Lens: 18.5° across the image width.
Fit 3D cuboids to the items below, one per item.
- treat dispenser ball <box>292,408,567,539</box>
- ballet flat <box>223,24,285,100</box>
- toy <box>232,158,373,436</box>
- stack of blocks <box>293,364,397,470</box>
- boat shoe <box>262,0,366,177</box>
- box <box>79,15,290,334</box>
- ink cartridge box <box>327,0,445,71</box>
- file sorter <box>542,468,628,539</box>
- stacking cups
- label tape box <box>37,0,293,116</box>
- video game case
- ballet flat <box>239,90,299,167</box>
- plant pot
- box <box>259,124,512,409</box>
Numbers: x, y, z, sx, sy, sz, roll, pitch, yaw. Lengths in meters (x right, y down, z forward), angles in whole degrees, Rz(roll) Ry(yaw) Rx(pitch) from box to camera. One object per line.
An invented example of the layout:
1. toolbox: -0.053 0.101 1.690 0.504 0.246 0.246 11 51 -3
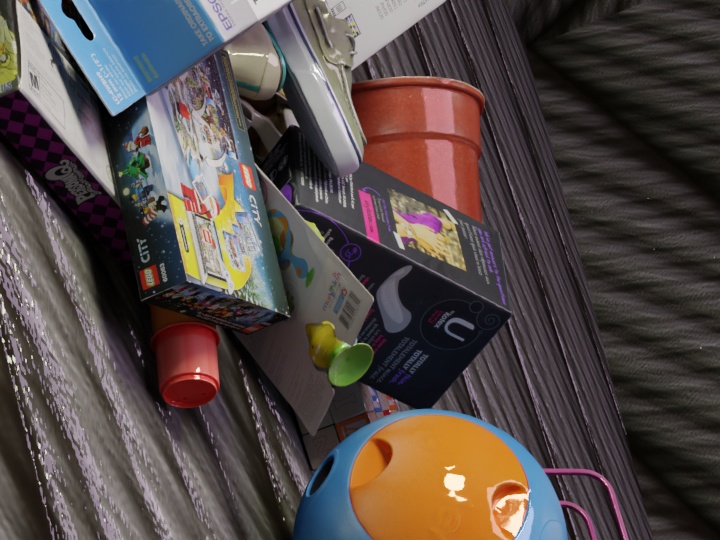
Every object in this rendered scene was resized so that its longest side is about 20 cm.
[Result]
1. treat dispenser ball: 0.050 0.202 1.592 0.201 0.199 0.202 -20 90 -78
2. ballet flat: -0.117 -0.194 1.634 0.200 0.069 0.070 58 0 45
3. toy: -0.049 0.006 1.517 0.047 0.116 0.200 1 36 -36
4. stack of blocks: -0.030 0.057 1.808 0.115 0.058 0.202 10 61 -77
5. boat shoe: -0.035 -0.167 1.632 0.072 0.062 0.201 106 -39 -76
6. box: -0.114 -0.066 1.451 0.136 0.037 0.202 24 49 -61
7. ink cartridge box: -0.028 -0.248 1.836 0.200 0.175 0.084 25 -33 55
8. file sorter: 0.127 0.267 1.786 0.201 0.124 0.140 116 -30 -47
9. stacking cups: -0.125 -0.004 1.490 0.061 0.060 0.201 55 21 -50
10. label tape box: -0.123 -0.205 1.408 0.144 0.066 0.200 57 39 -7
11. video game case: -0.192 -0.127 1.423 0.200 0.036 0.182 54 21 -54
12. ballet flat: -0.084 -0.117 1.695 0.199 0.071 0.071 32 33 -33
13. plant pot: 0.026 -0.044 1.955 0.201 0.199 0.197 37 43 -69
14. box: 0.000 0.000 1.685 0.199 0.122 0.106 28 31 -22
